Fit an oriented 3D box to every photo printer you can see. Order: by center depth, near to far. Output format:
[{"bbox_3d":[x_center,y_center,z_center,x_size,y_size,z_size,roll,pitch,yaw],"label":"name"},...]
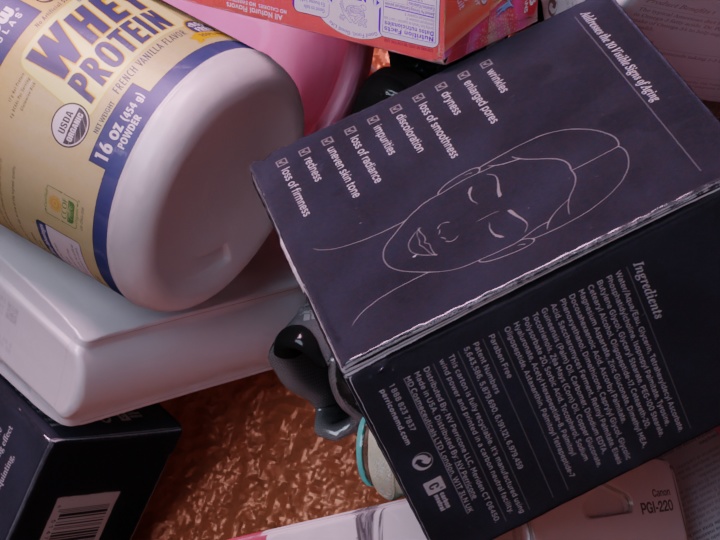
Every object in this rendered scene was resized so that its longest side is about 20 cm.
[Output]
[{"bbox_3d":[-0.128,0.003,1.390,0.166,0.199,0.070,39,126,34],"label":"photo printer"}]

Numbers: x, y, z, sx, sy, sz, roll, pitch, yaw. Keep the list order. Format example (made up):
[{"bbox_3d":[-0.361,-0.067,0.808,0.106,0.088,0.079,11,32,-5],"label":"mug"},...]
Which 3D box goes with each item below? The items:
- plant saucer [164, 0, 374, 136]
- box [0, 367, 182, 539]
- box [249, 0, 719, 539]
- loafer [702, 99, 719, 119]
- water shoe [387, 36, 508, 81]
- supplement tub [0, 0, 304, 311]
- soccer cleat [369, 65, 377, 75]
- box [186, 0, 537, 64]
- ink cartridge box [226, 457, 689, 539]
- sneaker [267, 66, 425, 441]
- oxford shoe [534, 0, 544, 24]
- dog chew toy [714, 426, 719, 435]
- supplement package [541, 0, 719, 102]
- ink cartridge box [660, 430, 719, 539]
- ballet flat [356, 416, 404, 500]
[{"bbox_3d":[-0.079,-0.124,1.393,0.199,0.051,0.202,-5,77,23],"label":"plant saucer"},{"bbox_3d":[-0.222,0.097,1.418,0.200,0.107,0.149,40,115,31],"label":"box"},{"bbox_3d":[0.076,-0.003,1.139,0.196,0.124,0.200,-27,32,0],"label":"box"},{"bbox_3d":[0.125,-0.151,1.349,0.063,0.072,0.201,-34,76,31],"label":"loafer"},{"bbox_3d":[0.060,-0.172,1.314,0.071,0.079,0.202,16,119,33],"label":"water shoe"},{"bbox_3d":[-0.145,-0.081,1.305,0.199,0.144,0.145,28,85,25],"label":"supplement tub"},{"bbox_3d":[0.021,-0.057,1.398,0.067,0.076,0.200,-42,59,6],"label":"soccer cleat"},{"bbox_3d":[-0.013,-0.180,1.248,0.199,0.094,0.103,16,116,32],"label":"box"},{"bbox_3d":[0.046,0.153,1.236,0.199,0.145,0.085,-19,78,37],"label":"ink cartridge box"},{"bbox_3d":[0.000,0.000,1.314,0.075,0.115,0.202,13,115,34],"label":"sneaker"},{"bbox_3d":[0.122,-0.245,1.421,0.084,0.073,0.200,40,92,34],"label":"oxford shoe"},{"bbox_3d":[0.214,0.038,1.199,0.199,0.124,0.125,5,74,36],"label":"dog chew toy"},{"bbox_3d":[0.181,-0.185,1.222,0.200,0.116,0.118,134,136,-53],"label":"supplement package"},{"bbox_3d":[0.194,0.085,1.280,0.199,0.041,0.201,-28,63,15],"label":"ink cartridge box"},{"bbox_3d":[0.054,0.083,1.276,0.062,0.200,0.068,-3,97,17],"label":"ballet flat"}]
